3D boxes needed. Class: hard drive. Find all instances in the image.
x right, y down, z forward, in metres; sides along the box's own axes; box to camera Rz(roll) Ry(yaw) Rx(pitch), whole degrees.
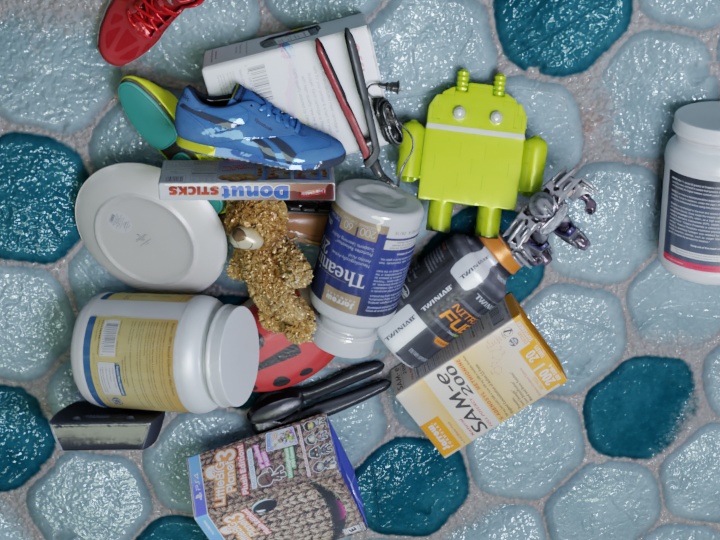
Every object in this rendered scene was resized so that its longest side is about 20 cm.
[{"bbox_3d":[-0.315,0.194,1.555,0.134,0.200,0.043,0,91,-5],"label":"hard drive"}]

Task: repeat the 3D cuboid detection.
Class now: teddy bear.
[{"bbox_3d":[-0.112,0.003,1.465,0.067,0.145,0.201,-29,140,-25],"label":"teddy bear"}]

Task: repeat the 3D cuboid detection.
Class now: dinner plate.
[{"bbox_3d":[-0.260,-0.042,1.509,0.199,0.024,0.201,9,127,12],"label":"dinner plate"}]

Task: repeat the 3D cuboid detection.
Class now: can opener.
[{"bbox_3d":[-0.054,0.174,1.649,0.199,0.079,0.064,-16,107,-8],"label":"can opener"}]

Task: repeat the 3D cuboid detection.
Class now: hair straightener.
[{"bbox_3d":[0.017,-0.185,1.408,0.077,0.041,0.201,-21,114,4],"label":"hair straightener"}]

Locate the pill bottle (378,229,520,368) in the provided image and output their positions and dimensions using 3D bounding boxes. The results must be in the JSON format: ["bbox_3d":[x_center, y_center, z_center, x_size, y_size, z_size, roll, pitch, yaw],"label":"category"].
[{"bbox_3d":[0.113,0.025,1.571,0.200,0.106,0.106,-40,112,13],"label":"pill bottle"}]

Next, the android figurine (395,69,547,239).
[{"bbox_3d":[0.136,-0.142,1.500,0.181,0.041,0.201,9,93,0],"label":"android figurine"}]

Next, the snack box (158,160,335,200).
[{"bbox_3d":[-0.130,-0.104,1.417,0.199,0.072,0.024,0,116,-4],"label":"snack box"}]

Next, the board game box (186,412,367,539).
[{"bbox_3d":[-0.110,0.300,1.650,0.199,0.097,0.160,-19,138,3],"label":"board game box"}]

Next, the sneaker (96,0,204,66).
[{"bbox_3d":[-0.231,-0.302,1.382,0.078,0.116,0.200,35,107,-19],"label":"sneaker"}]

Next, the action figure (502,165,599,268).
[{"bbox_3d":[0.234,-0.057,1.502,0.130,0.200,0.070,-37,75,3],"label":"action figure"}]

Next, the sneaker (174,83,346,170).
[{"bbox_3d":[-0.110,-0.164,1.393,0.199,0.066,0.079,9,111,-8],"label":"sneaker"}]

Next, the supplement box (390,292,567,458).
[{"bbox_3d":[0.156,0.141,1.645,0.200,0.074,0.126,-35,112,10],"label":"supplement box"}]

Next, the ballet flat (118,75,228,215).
[{"bbox_3d":[-0.211,-0.158,1.476,0.067,0.067,0.200,-21,111,45],"label":"ballet flat"}]

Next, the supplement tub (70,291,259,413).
[{"bbox_3d":[-0.239,0.101,1.521,0.199,0.145,0.145,2,116,18],"label":"supplement tub"}]

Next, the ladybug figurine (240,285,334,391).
[{"bbox_3d":[-0.104,0.095,1.600,0.199,0.072,0.136,-30,114,8],"label":"ladybug figurine"}]

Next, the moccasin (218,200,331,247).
[{"bbox_3d":[-0.092,-0.049,1.541,0.200,0.074,0.078,2,107,-17],"label":"moccasin"}]

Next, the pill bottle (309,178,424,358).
[{"bbox_3d":[0.000,0.000,1.489,0.110,0.111,0.201,11,114,-10],"label":"pill bottle"}]

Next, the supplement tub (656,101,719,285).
[{"bbox_3d":[0.445,-0.096,1.529,0.139,0.141,0.201,-4,115,-4],"label":"supplement tub"}]

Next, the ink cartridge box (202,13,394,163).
[{"bbox_3d":[-0.073,-0.206,1.459,0.199,0.086,0.148,-14,115,0],"label":"ink cartridge box"}]
